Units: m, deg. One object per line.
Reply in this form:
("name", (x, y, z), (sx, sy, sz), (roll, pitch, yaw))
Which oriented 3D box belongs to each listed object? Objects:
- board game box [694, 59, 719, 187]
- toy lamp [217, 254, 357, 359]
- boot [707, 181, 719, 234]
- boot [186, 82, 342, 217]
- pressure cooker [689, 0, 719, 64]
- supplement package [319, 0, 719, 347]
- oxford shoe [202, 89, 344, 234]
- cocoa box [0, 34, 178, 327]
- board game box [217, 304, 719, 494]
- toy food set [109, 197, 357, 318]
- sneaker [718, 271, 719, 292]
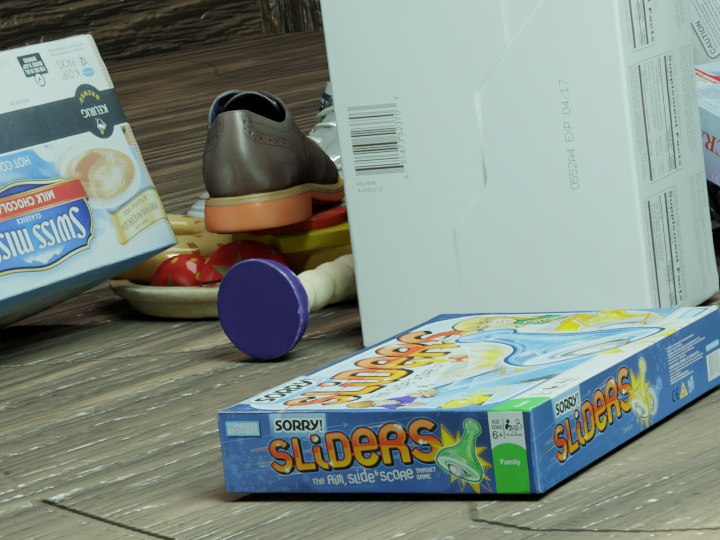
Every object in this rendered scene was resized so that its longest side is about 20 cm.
("board game box", (0.283, -0.065, 1.518), (0.199, 0.041, 0.200), (-13, 32, -36))
("toy lamp", (0.000, 0.000, 1.492), (0.058, 0.058, 0.200), (-2, 10, 34))
("boot", (0.205, -0.052, 1.613), (0.200, 0.073, 0.090), (3, 11, 40))
("boot", (-0.022, -0.078, 1.915), (0.200, 0.096, 0.074), (-8, 8, -7))
("pressure cooker", (0.160, -0.141, 1.878), (0.176, 0.179, 0.200), (17, -5, -6))
("supplement package", (0.079, -0.072, 1.410), (0.156, 0.200, 0.111), (-3, 9, 25))
("oxford shoe", (-0.049, -0.068, 1.603), (0.071, 0.073, 0.200), (-7, 8, 4))
("cocoa box", (-0.219, -0.032, 1.531), (0.133, 0.131, 0.200), (-25, -2, 30))
("board game box", (0.050, 0.051, 1.158), (0.135, 0.034, 0.200), (-3, 9, 27))
("toy food set", (-0.048, -0.012, 1.643), (0.198, 0.049, 0.200), (-10, 8, -22))
("sneaker", (0.230, -0.005, 1.271), (0.086, 0.080, 0.200), (2, 12, -11))
